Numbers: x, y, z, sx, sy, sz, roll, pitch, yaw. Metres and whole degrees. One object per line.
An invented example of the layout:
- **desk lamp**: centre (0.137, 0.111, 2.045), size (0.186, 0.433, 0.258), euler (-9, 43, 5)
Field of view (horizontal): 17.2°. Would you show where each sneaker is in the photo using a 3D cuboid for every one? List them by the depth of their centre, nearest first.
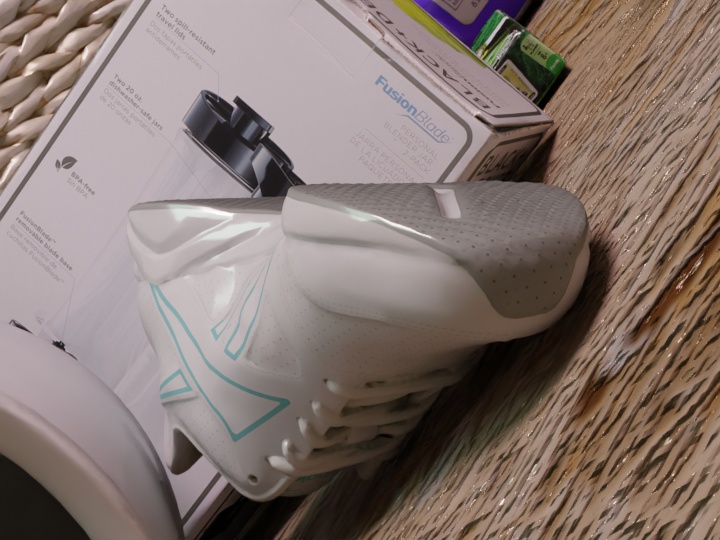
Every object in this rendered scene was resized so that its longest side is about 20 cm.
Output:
- **sneaker**: centre (-0.001, 0.017, 0.594), size (0.200, 0.070, 0.081), euler (175, 94, -66)

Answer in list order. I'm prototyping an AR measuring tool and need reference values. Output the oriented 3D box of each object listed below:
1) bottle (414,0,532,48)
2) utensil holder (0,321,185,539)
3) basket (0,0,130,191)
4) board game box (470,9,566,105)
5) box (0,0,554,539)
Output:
- **bottle**: centre (0.068, -0.168, 0.951), size (0.200, 0.065, 0.084), euler (-54, 24, 2)
- **utensil holder**: centre (-0.122, 0.096, 0.594), size (0.170, 0.170, 0.200), euler (-55, 4, 0)
- **basket**: centre (-0.142, -0.004, 0.924), size (0.198, 0.161, 0.200), euler (-43, 7, -27)
- **board game box**: centre (0.000, 0.000, 0.816), size (0.200, 0.023, 0.105), euler (-54, 4, 7)
- **box**: centre (-0.048, -0.003, 0.725), size (0.200, 0.117, 0.060), euler (-54, -14, 18)
